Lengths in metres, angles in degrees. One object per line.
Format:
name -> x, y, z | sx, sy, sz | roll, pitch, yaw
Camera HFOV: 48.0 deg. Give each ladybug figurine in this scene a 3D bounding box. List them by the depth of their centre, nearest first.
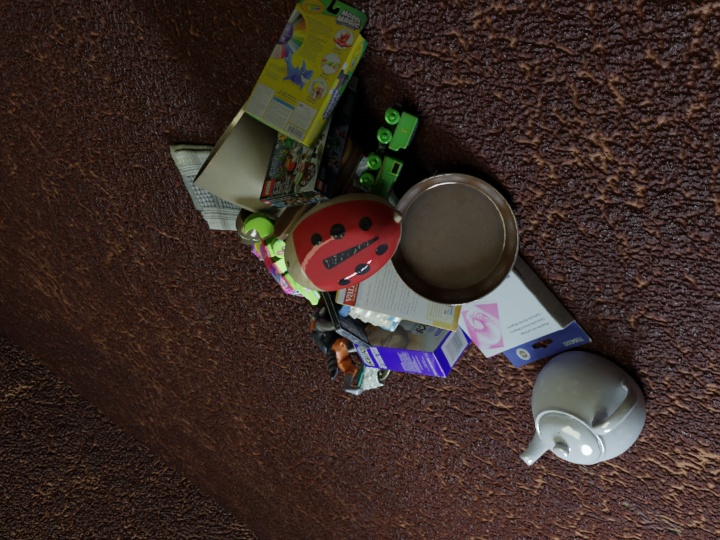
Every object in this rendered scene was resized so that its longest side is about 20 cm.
ladybug figurine -> -0.027, -0.035, 1.190 | 0.199, 0.072, 0.136 | -30, 110, 19

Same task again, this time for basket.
basket -> 0.000, 0.000, 1.379 | 0.198, 0.177, 0.140 | 26, 108, -6

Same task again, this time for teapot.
teapot -> 0.353, 0.238, 1.295 | 0.195, 0.146, 0.202 | 14, 136, 36

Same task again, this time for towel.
towel -> -0.290, -0.163, 1.626 | 0.198, 0.035, 0.194 | 10, 134, 40

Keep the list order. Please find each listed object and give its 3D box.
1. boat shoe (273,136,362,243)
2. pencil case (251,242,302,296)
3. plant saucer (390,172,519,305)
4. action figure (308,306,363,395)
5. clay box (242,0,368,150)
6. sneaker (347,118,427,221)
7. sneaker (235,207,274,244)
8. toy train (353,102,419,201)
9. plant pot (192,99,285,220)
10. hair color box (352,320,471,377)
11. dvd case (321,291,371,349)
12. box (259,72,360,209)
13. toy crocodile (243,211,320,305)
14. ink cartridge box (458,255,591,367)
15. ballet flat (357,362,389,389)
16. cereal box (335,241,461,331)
boat shoe -> -0.054, -0.115, 1.249 | 0.070, 0.071, 0.200 | 27, 118, -26
pencil case -> -0.143, -0.024, 1.518 | 0.200, 0.088, 0.089 | 44, 161, 56
plant saucer -> 0.138, -0.049, 1.220 | 0.197, 0.035, 0.203 | 2, 106, 5
action figure -> -0.054, 0.126, 1.618 | 0.194, 0.103, 0.202 | 48, 155, 50
clay box -> -0.073, -0.292, 1.168 | 0.114, 0.202, 0.048 | 30, -177, 18
sneaker -> 0.038, -0.145, 1.284 | 0.200, 0.070, 0.093 | 47, 154, -3
sneaker -> -0.188, -0.079, 1.456 | 0.067, 0.201, 0.090 | 28, 114, -5
toy train -> 0.032, -0.149, 1.208 | 0.056, 0.042, 0.202 | 21, 106, -4
plant pot -> -0.151, -0.166, 1.373 | 0.199, 0.189, 0.187 | 36, 149, -16
hair color box -> 0.094, 0.127, 1.475 | 0.198, 0.109, 0.065 | -1, 127, 46
dvd case -> -0.044, 0.035, 1.443 | 0.149, 0.016, 0.202 | 39, -153, -63
box -> -0.078, -0.199, 1.230 | 0.037, 0.203, 0.136 | 25, 161, -39
toy crocodile -> -0.127, -0.019, 1.368 | 0.201, 0.061, 0.068 | 59, 180, -36
ink cartridge box -> 0.245, 0.078, 1.328 | 0.200, 0.043, 0.196 | 49, 146, -5
ballet flat -> 0.034, 0.179, 1.650 | 0.071, 0.072, 0.201 | 32, 147, 15
cereal box -> 0.070, 0.003, 1.275 | 0.197, 0.146, 0.040 | 14, 179, -5
